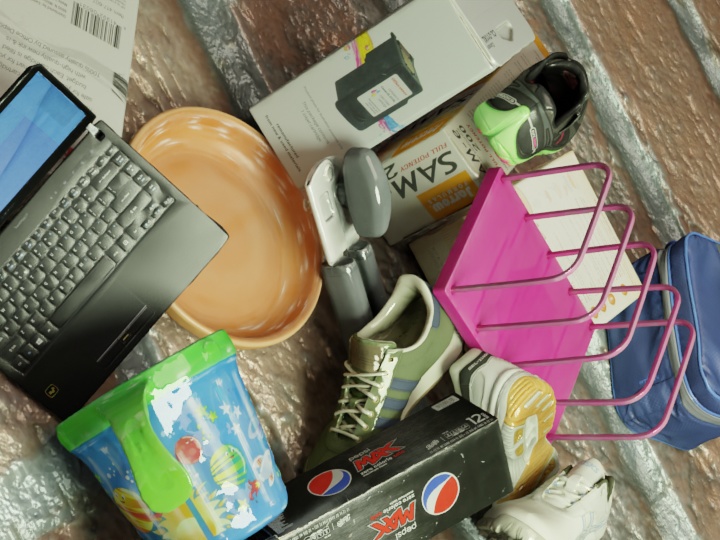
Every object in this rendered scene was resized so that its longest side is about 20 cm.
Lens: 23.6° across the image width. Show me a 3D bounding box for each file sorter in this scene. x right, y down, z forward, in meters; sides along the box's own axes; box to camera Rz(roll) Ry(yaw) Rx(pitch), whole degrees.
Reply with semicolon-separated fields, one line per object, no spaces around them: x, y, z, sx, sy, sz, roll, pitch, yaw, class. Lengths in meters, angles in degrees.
0.176;0.029;1.406;0.200;0.125;0.139;55;46;-34;file sorter

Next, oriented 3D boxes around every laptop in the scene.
-0.203;-0.012;1.135;0.200;0.103;0.177;43;88;-21;laptop

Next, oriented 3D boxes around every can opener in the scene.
0.000;0.000;1.383;0.053;0.066;0.201;-43;128;-47;can opener

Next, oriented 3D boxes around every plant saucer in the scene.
-0.114;-0.030;1.349;0.199;0.037;0.201;24;53;-36;plant saucer

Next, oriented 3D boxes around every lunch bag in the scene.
0.330;0.060;1.674;0.135;0.132;0.201;17;58;-38;lunch bag

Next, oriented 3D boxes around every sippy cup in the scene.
-0.119;0.129;1.178;0.178;0.139;0.131;-28;86;-51;sippy cup

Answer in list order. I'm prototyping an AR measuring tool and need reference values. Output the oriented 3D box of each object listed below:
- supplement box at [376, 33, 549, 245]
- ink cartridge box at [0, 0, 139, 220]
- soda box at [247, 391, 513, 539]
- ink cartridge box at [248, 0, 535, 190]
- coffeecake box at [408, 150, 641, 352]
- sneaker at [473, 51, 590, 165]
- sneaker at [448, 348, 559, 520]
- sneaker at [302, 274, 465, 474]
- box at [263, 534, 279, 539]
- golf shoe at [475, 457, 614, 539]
0.092;-0.119;1.535;0.074;0.126;0.200;53;42;-10;supplement box
-0.247;-0.145;1.240;0.145;0.084;0.201;26;54;-34;ink cartridge box
0.014;0.170;1.278;0.199;0.063;0.071;-26;118;-22;soda box
0.028;-0.164;1.416;0.083;0.199;0.146;57;25;-5;ink cartridge box
0.156;-0.002;1.575;0.200;0.073;0.154;-31;94;-48;coffeecake box
0.164;-0.142;1.449;0.077;0.084;0.200;55;28;-4;sneaker
0.111;0.141;1.414;0.087;0.201;0.075;33;52;31;sneaker
0.007;0.088;1.340;0.201;0.067;0.090;-53;140;-27;sneaker
-0.085;0.297;1.141;0.106;0.122;0.201;-20;83;-48;box
0.154;0.188;1.372;0.078;0.098;0.200;29;1;20;golf shoe
